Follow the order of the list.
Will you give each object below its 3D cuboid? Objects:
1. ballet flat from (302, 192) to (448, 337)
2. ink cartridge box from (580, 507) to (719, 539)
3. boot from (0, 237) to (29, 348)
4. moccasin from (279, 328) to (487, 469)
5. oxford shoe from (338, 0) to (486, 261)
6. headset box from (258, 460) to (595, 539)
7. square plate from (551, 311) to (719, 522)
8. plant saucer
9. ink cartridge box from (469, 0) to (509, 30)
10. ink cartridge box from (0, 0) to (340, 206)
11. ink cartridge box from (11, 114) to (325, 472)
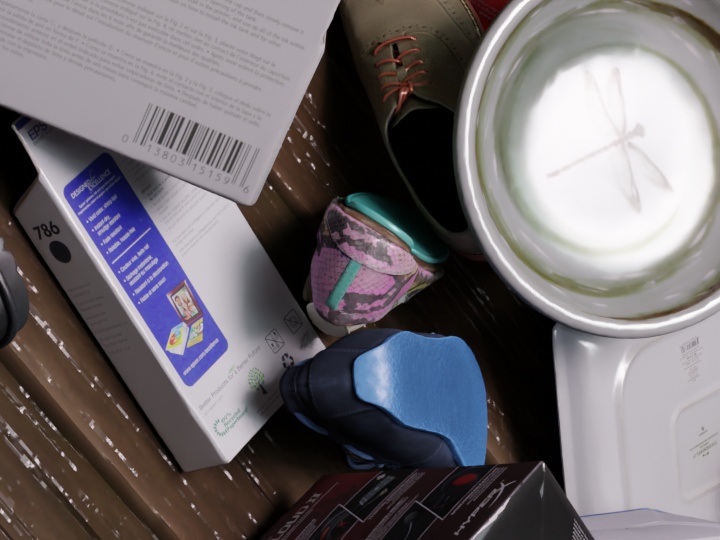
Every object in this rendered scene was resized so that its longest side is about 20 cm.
[{"bbox_3d":[0.000,0.000,1.407,0.069,0.071,0.200,35,5,3],"label":"ballet flat"},{"bbox_3d":[0.132,0.234,1.463,0.136,0.076,0.201,0,96,-45],"label":"ink cartridge box"},{"bbox_3d":[-0.252,-0.006,1.179,0.198,0.073,0.163,52,46,-12],"label":"boot"},{"bbox_3d":[0.014,0.062,1.410,0.200,0.068,0.081,41,45,-65],"label":"moccasin"},{"bbox_3d":[0.034,-0.103,1.463,0.201,0.070,0.075,64,14,11],"label":"oxford shoe"},{"bbox_3d":[0.042,0.174,1.331,0.075,0.200,0.149,-44,109,-31],"label":"headset box"},{"bbox_3d":[0.185,0.097,1.572,0.200,0.028,0.199,-23,113,-45],"label":"square plate"},{"bbox_3d":[0.133,-0.065,1.441,0.199,0.050,0.201,0,91,-21],"label":"plant saucer"},{"bbox_3d":[0.087,-0.197,1.574,0.116,0.067,0.201,26,62,-37],"label":"ink cartridge box"},{"bbox_3d":[-0.107,-0.144,1.251,0.199,0.174,0.044,22,22,-9],"label":"ink cartridge box"},{"bbox_3d":[-0.101,-0.009,1.355,0.099,0.039,0.200,-45,111,-42],"label":"ink cartridge box"}]
